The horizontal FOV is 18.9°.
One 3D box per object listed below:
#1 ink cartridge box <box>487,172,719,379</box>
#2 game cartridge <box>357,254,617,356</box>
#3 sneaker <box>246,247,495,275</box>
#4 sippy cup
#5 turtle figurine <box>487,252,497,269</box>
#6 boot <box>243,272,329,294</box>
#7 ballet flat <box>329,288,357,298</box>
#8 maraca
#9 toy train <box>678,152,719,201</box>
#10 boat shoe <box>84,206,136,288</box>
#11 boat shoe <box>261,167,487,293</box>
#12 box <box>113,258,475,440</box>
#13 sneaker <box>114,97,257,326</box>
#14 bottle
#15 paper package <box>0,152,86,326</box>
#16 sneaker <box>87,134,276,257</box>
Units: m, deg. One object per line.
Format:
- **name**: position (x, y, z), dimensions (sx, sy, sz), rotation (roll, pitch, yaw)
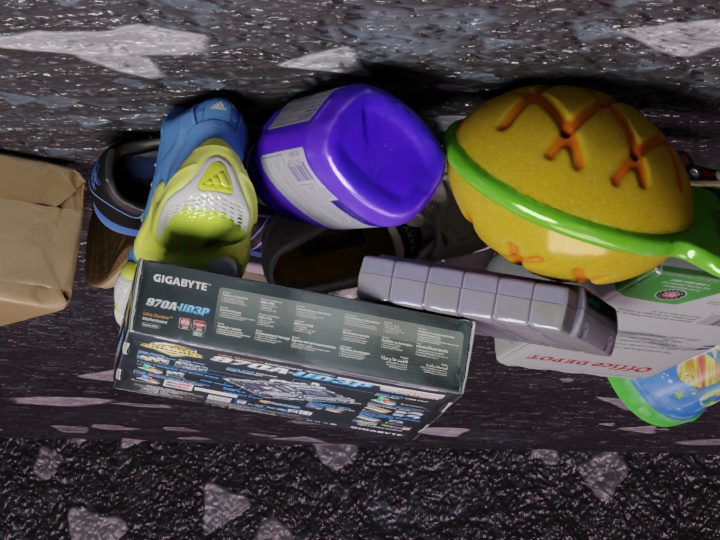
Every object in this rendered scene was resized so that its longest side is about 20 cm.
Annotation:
- **ink cartridge box**: position (0.200, 0.005, 1.517), dimensions (0.145, 0.084, 0.200), rotation (7, 157, -30)
- **game cartridge**: position (0.084, 0.022, 1.316), dimensions (0.128, 0.039, 0.200), rotation (5, 175, 15)
- **sneaker**: position (0.000, 0.000, 1.498), dimensions (0.198, 0.071, 0.100), rotation (-4, 141, -8)
- **sippy cup**: position (0.277, 0.044, 1.726), dimensions (0.130, 0.140, 0.178), rotation (-23, -166, 44)
- **turtle figurine**: position (0.067, 0.001, 1.684), dimensions (0.198, 0.065, 0.161), rotation (-18, 170, 3)
- **boot**: position (-0.066, 0.012, 1.571), dimensions (0.070, 0.147, 0.200), rotation (-36, 171, -7)
- **ballet flat**: position (-0.011, -0.017, 1.637), dimensions (0.071, 0.073, 0.200), rotation (2, 172, -2)
- **maraca**: position (0.140, -0.043, 1.238), dimensions (0.198, 0.108, 0.137), rotation (17, -154, -8)
- **toy train**: position (0.192, -0.052, 1.342), dimensions (0.198, 0.046, 0.034), rotation (-1, 164, -16)
- **boat shoe**: position (-0.144, -0.026, 1.549), dimensions (0.064, 0.072, 0.200), rotation (8, 167, -26)
- **boat shoe**: position (0.031, -0.028, 1.355), dimensions (0.198, 0.071, 0.070), rotation (-14, -158, 6)
- **box**: position (-0.045, 0.051, 1.291), dimensions (0.198, 0.046, 0.159), rotation (10, 164, -6)
- **sneaker**: position (-0.102, -0.034, 1.337), dimensions (0.075, 0.106, 0.200), rotation (13, 150, -15)
- **bottle**: position (-0.019, -0.064, 1.284), dimensions (0.083, 0.065, 0.200), rotation (41, 167, -14)
- **paper package**: position (-0.320, -0.023, 1.513), dimensions (0.189, 0.105, 0.199), rotation (10, 168, -30)
- **sneaker**: position (-0.078, -0.050, 1.406), dimensions (0.198, 0.071, 0.078), rotation (1, 167, -5)
